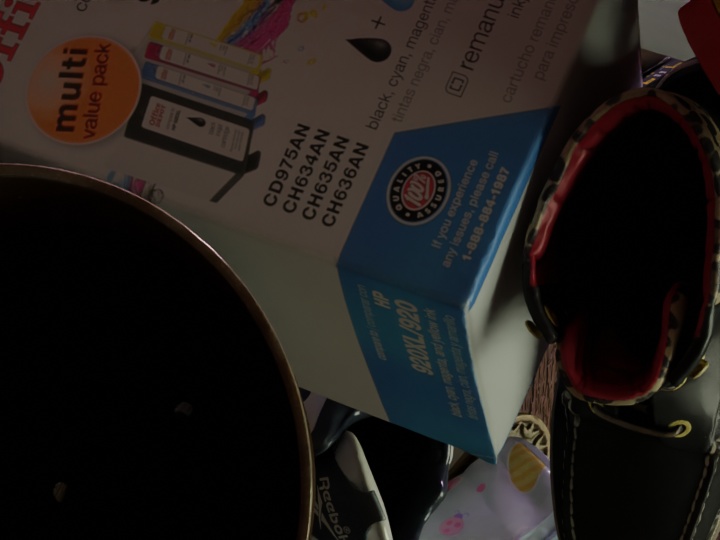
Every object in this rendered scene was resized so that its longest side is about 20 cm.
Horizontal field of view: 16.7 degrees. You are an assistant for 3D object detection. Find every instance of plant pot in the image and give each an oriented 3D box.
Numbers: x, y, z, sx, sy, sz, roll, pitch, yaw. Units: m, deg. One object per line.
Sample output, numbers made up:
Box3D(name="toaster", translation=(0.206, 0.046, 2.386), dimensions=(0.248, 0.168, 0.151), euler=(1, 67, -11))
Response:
Box3D(name="plant pot", translation=(-0.093, 0.070, 0.802), dimensions=(0.200, 0.187, 0.187), euler=(33, 77, -81))

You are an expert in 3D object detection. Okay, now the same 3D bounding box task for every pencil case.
Box3D(name="pencil case", translation=(0.014, 0.155, 1.079), dimensions=(0.200, 0.083, 0.091), euler=(-32, 168, -16))

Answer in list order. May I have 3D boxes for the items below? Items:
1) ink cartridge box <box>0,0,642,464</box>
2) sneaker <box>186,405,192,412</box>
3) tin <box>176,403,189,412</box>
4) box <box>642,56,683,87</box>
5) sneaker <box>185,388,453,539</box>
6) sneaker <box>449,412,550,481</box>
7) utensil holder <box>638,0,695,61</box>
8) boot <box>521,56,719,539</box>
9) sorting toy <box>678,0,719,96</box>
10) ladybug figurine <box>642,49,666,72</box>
Box3D(name="ink cartridge box", translation=(-0.021, -0.053, 0.846), dimensions=(0.145, 0.200, 0.147), euler=(71, 41, -66))
Box3D(name="sneaker", translation=(-0.062, 0.074, 1.133), dimensions=(0.116, 0.074, 0.200), euler=(-61, 165, -45))
Box3D(name="tin", translation=(-0.074, -0.020, 1.034), dimensions=(0.112, 0.042, 0.200), euler=(51, 60, -79))
Box3D(name="box", translation=(0.147, -0.073, 1.202), dimensions=(0.160, 0.049, 0.200), euler=(-33, -178, 4))
Box3D(name="sneaker", translation=(-0.038, 0.101, 1.041), dimensions=(0.199, 0.080, 0.130), euler=(-27, -165, -13))
Box3D(name="sneaker", translation=(-0.008, 0.121, 1.162), dimensions=(0.200, 0.090, 0.067), euler=(-38, 127, -11))
Box3D(name="utensil holder", translation=(0.085, -0.193, 1.066), dimensions=(0.170, 0.200, 0.170), euler=(19, 90, -77))
Box3D(name="boot", translation=(0.094, 0.026, 0.821), dimensions=(0.151, 0.073, 0.200), euler=(-13, 118, -73))
Box3D(name="sorting toy", translation=(0.141, -0.092, 0.777), dimensions=(0.070, 0.200, 0.199), euler=(-34, 148, 17))
Box3D(name="ladybug figurine", translation=(0.089, -0.148, 1.255), dimensions=(0.072, 0.136, 0.200), euler=(-54, -153, 10))
